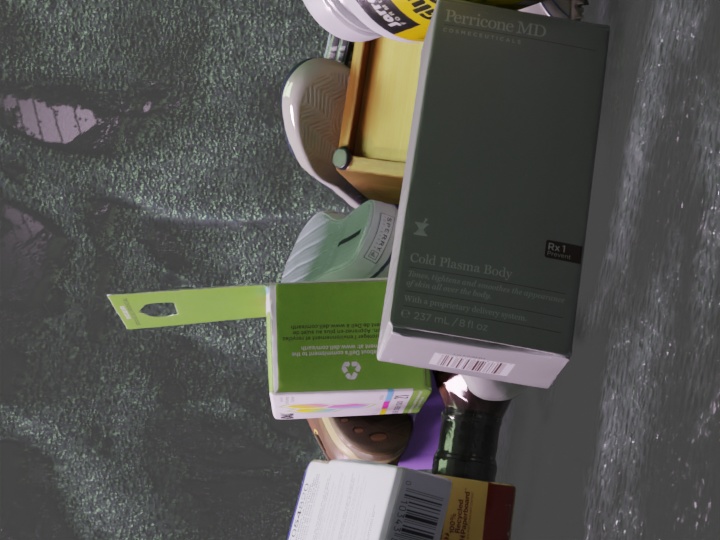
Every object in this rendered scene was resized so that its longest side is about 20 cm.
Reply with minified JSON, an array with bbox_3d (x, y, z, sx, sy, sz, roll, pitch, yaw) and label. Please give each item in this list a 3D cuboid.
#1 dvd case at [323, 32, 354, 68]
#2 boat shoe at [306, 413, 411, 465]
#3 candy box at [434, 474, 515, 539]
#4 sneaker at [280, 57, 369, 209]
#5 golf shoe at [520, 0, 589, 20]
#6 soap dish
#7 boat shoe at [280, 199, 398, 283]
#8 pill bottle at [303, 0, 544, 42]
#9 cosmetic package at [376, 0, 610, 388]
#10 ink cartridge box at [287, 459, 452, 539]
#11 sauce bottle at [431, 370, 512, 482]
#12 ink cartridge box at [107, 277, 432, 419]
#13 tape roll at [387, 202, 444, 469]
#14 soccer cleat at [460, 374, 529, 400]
[{"bbox_3d":[0.040,-0.249,1.482,0.146,0.022,0.201,-20,-49,-55],"label":"dvd case"},{"bbox_3d":[-0.021,0.081,1.470,0.200,0.072,0.068,-112,29,-45],"label":"boat shoe"},{"bbox_3d":[0.053,0.220,1.282,0.200,0.056,0.117,105,174,-63],"label":"candy box"},{"bbox_3d":[-0.030,-0.107,1.496,0.075,0.084,0.200,-47,-29,-7],"label":"sneaker"},{"bbox_3d":[0.100,-0.197,1.295,0.078,0.097,0.201,165,112,-84],"label":"golf shoe"},{"bbox_3d":[0.062,-0.140,1.389,0.157,0.081,0.201,11,94,47],"label":"soap dish"},{"bbox_3d":[0.000,0.000,1.405,0.074,0.067,0.200,-68,15,-9],"label":"boat shoe"},{"bbox_3d":[0.052,-0.198,1.189,0.200,0.112,0.113,-14,62,51],"label":"pill bottle"},{"bbox_3d":[0.075,-0.043,1.144,0.090,0.106,0.201,106,172,-75],"label":"cosmetic package"},{"bbox_3d":[-0.013,0.216,1.247,0.200,0.040,0.201,170,115,-73],"label":"ink cartridge box"},{"bbox_3d":[0.080,0.035,1.290,0.066,0.066,0.201,114,164,-85],"label":"sauce bottle"},{"bbox_3d":[-0.058,0.055,1.327,0.148,0.199,0.076,98,169,-80],"label":"ink cartridge box"},{"bbox_3d":[0.043,0.046,1.492,0.200,0.065,0.201,180,90,-74],"label":"tape roll"},{"bbox_3d":[0.085,-0.023,1.220,0.078,0.069,0.201,36,-126,-69],"label":"soccer cleat"}]
